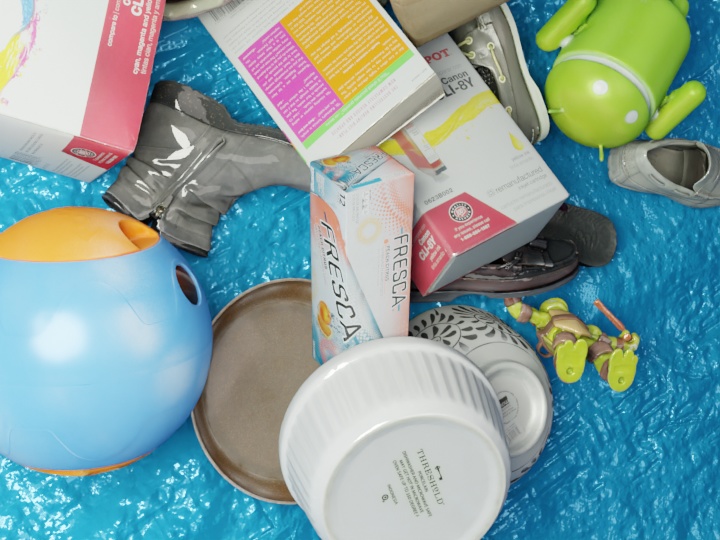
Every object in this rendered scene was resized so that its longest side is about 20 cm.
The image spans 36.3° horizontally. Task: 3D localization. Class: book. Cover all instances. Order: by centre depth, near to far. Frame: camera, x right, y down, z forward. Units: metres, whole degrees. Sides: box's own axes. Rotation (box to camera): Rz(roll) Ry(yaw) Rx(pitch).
[{"bbox_3d":[-0.039,-0.191,0.950,0.133,0.048,0.201,-37,71,4],"label":"book"}]

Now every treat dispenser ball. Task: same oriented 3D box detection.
[{"bbox_3d":[-0.212,0.053,0.832,0.199,0.200,0.203,2,85,-27],"label":"treat dispenser ball"}]

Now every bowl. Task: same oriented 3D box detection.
[{"bbox_3d":[0.117,0.132,1.053,0.199,0.094,0.203,2,85,-26],"label":"bowl"}]

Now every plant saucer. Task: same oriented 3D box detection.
[{"bbox_3d":[-0.064,0.108,0.998,0.199,0.032,0.202,2,85,-28],"label":"plant saucer"}]

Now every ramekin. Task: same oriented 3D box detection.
[{"bbox_3d":[0.035,0.165,0.929,0.200,0.094,0.204,-5,115,-10],"label":"ramekin"}]

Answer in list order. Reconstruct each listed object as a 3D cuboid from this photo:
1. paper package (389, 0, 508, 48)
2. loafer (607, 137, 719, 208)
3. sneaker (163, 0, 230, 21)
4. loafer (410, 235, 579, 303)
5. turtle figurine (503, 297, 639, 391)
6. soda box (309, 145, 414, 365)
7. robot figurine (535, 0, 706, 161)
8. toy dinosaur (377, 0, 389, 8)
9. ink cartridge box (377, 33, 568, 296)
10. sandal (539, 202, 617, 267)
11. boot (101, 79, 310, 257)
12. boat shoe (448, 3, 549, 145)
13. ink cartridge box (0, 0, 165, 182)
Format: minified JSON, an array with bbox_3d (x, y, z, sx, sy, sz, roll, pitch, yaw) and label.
[{"bbox_3d":[0.086,-0.319,0.913,0.199,0.103,0.192,-26,76,6],"label":"paper package"},{"bbox_3d":[0.365,-0.108,1.209,0.198,0.070,0.071,2,85,-27],"label":"loafer"},{"bbox_3d":[-0.109,-0.269,0.914,0.199,0.089,0.081,-36,121,20],"label":"sneaker"},{"bbox_3d":[0.120,-0.013,1.053,0.198,0.072,0.063,-7,124,-12],"label":"loafer"},{"bbox_3d":[0.197,0.061,1.082,0.199,0.161,0.065,25,105,-15],"label":"turtle figurine"},{"bbox_3d":[0.000,0.000,0.934,0.068,0.064,0.201,-17,126,-26],"label":"soda box"},{"bbox_3d":[0.266,-0.212,1.140,0.175,0.116,0.201,37,69,-11],"label":"robot figurine"},{"bbox_3d":[0.028,-0.290,1.018,0.077,0.103,0.200,30,110,-29],"label":"toy dinosaur"},{"bbox_3d":[0.070,-0.101,1.010,0.144,0.084,0.201,-27,73,-27],"label":"ink cartridge box"},{"bbox_3d":[0.189,-0.051,1.128,0.199,0.048,0.076,9,82,-26],"label":"sandal"},{"bbox_3d":[-0.118,-0.069,0.972,0.199,0.070,0.133,22,79,-12],"label":"boot"},{"bbox_3d":[0.122,-0.208,1.093,0.060,0.072,0.203,-35,105,-29],"label":"boat shoe"},{"bbox_3d":[-0.274,-0.171,0.848,0.199,0.145,0.146,15,80,-26],"label":"ink cartridge box"}]
